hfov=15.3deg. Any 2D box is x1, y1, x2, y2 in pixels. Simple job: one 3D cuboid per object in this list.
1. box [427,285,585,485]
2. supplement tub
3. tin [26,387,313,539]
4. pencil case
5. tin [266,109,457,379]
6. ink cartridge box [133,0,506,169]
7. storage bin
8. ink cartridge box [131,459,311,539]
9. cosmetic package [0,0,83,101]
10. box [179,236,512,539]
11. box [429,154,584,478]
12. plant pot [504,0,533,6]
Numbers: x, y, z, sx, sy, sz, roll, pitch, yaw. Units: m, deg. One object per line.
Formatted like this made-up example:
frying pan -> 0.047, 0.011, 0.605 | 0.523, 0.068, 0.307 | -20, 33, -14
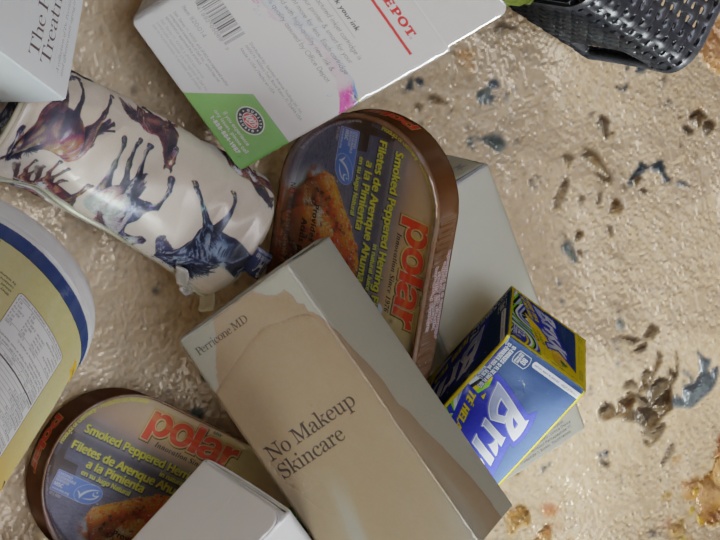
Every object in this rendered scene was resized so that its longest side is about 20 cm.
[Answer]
box -> 0.056, 0.109, 1.674 | 0.064, 0.070, 0.200 | 35, 114, -12
supplement tub -> -0.248, 0.067, 1.473 | 0.145, 0.144, 0.201 | 53, 45, -26
tin -> -0.117, 0.144, 1.664 | 0.199, 0.042, 0.113 | 29, 89, -31
pencil case -> -0.143, -0.055, 1.586 | 0.199, 0.078, 0.090 | 29, 66, -31
tin -> 0.000, 0.000, 1.642 | 0.042, 0.111, 0.202 | -18, 123, -54
ink cartridge box -> -0.019, -0.161, 1.570 | 0.199, 0.067, 0.117 | -27, 111, 25
storage bin -> 0.181, -0.239, 1.701 | 0.093, 0.135, 0.201 | 28, 85, -30
ink cartridge box -> -0.076, 0.233, 1.620 | 0.145, 0.084, 0.200 | -47, 137, -15
cosmetic package -> -0.200, -0.213, 1.468 | 0.151, 0.051, 0.202 | 35, 59, -59
box -> -0.008, 0.091, 1.593 | 0.095, 0.078, 0.201 | -36, 90, 22
box -> 0.068, 0.031, 1.729 | 0.082, 0.068, 0.201 | -29, 112, -22
plant pot -> 0.083, -0.268, 1.628 | 0.199, 0.200, 0.191 | 14, 104, -31
